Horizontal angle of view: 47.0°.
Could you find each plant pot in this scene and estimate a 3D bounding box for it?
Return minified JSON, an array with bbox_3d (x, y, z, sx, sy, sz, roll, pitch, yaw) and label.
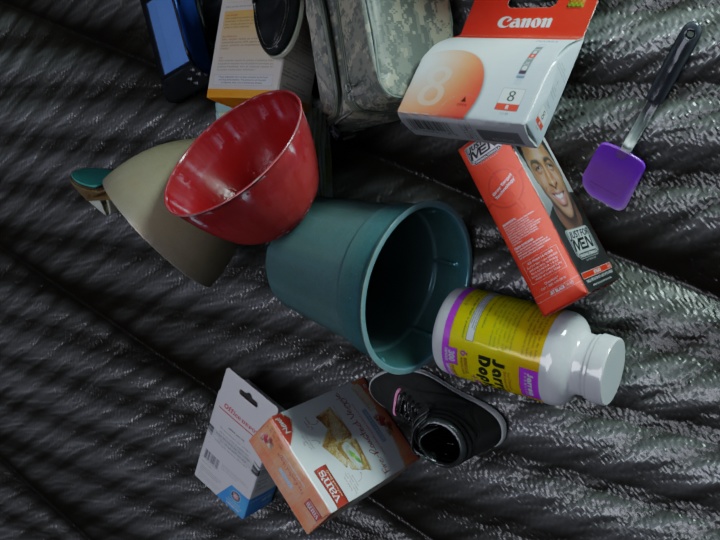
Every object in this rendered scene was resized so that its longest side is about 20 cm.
[{"bbox_3d":[-0.224,-0.097,1.112,0.134,0.200,0.200,-44,70,1],"label":"plant pot"},{"bbox_3d":[0.000,0.000,1.004,0.194,0.199,0.204,16,108,41],"label":"plant pot"}]

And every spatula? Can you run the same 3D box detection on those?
[{"bbox_3d":[0.292,-0.159,0.853,0.056,0.021,0.202,30,113,15],"label":"spatula"}]

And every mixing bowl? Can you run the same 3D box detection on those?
[{"bbox_3d":[-0.123,-0.106,0.987,0.198,0.202,0.109,-8,137,37],"label":"mixing bowl"}]

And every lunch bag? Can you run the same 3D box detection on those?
[{"bbox_3d":[0.010,-0.269,0.980,0.167,0.138,0.203,-8,93,54],"label":"lunch bag"}]

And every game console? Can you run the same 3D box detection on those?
[{"bbox_3d":[-0.280,-0.360,1.182,0.169,0.118,0.203,-16,88,37],"label":"game console"}]

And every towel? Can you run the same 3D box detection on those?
[{"bbox_3d":[-0.122,-0.151,1.146,0.198,0.048,0.174,6,101,36],"label":"towel"}]

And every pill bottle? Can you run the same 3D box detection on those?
[{"bbox_3d":[0.186,0.087,0.925,0.198,0.104,0.106,13,106,34],"label":"pill bottle"}]

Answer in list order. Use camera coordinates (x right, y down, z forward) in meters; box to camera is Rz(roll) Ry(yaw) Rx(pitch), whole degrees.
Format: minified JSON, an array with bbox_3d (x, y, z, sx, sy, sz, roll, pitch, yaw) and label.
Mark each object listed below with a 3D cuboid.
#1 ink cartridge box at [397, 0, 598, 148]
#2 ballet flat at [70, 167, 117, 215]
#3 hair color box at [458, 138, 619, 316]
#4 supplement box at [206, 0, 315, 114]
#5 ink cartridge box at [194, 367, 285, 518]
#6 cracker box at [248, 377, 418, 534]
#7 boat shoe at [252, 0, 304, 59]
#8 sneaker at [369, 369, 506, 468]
[{"bbox_3d":[0.146,-0.230,0.865,0.161,0.050,0.202,14,76,40],"label":"ink cartridge box"},{"bbox_3d":[-0.398,-0.125,1.355,0.197,0.068,0.073,6,121,32],"label":"ballet flat"},{"bbox_3d":[0.193,-0.060,0.895,0.061,0.101,0.202,-33,79,34],"label":"hair color box"},{"bbox_3d":[-0.117,-0.311,1.072,0.125,0.073,0.203,10,90,35],"label":"supplement box"},{"bbox_3d":[-0.166,0.248,1.237,0.115,0.067,0.202,32,116,27],"label":"ink cartridge box"},{"bbox_3d":[-0.029,0.226,1.049,0.058,0.199,0.135,-46,72,32],"label":"cracker box"},{"bbox_3d":[-0.110,-0.357,0.988,0.074,0.066,0.203,1,84,35],"label":"boat shoe"},{"bbox_3d":[0.073,0.178,1.028,0.198,0.099,0.072,19,111,34],"label":"sneaker"}]
